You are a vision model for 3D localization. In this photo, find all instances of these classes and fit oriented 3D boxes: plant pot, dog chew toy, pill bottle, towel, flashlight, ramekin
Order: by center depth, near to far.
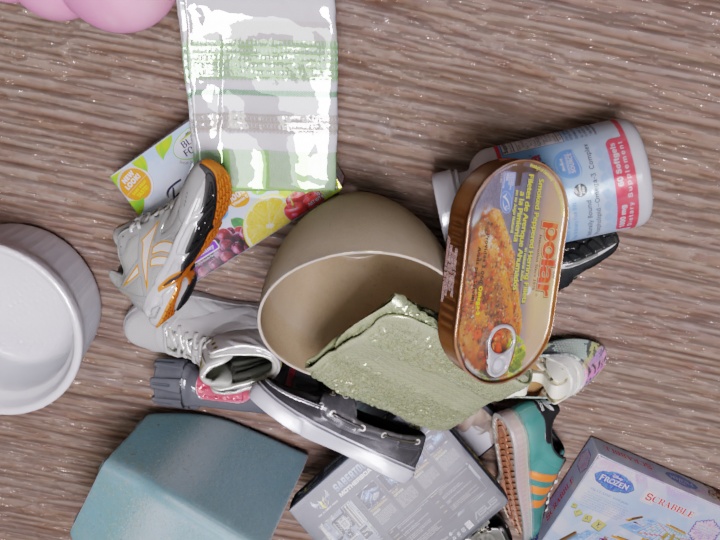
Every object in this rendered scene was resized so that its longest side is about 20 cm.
[{"bbox_3d":[-0.267,-0.283,0.685,0.198,0.125,0.126,5,112,10],"label":"dog chew toy"},{"bbox_3d":[-0.094,-0.172,0.710,0.147,0.031,0.202,1,110,3],"label":"towel"},{"bbox_3d":[0.059,0.099,0.744,0.199,0.037,0.148,27,131,-30],"label":"towel"},{"bbox_3d":[0.175,-0.077,0.747,0.198,0.109,0.110,-13,111,7],"label":"pill bottle"},{"bbox_3d":[0.000,0.000,0.757,0.198,0.135,0.201,-1,139,-1],"label":"plant pot"},{"bbox_3d":[-0.386,0.047,0.827,0.198,0.098,0.203,1,111,3],"label":"ramekin"},{"bbox_3d":[-0.139,0.131,0.860,0.198,0.068,0.068,6,74,7],"label":"flashlight"},{"bbox_3d":[-0.208,0.282,0.866,0.199,0.196,0.197,30,110,-1],"label":"plant pot"}]

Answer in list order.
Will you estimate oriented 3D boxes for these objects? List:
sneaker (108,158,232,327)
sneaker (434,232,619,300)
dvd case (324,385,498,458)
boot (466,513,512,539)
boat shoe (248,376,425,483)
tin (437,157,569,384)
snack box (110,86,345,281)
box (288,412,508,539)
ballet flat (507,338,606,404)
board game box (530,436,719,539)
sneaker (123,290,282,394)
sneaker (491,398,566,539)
[{"bbox_3d":[-0.198,-0.035,0.740,0.092,0.076,0.201,33,122,2],"label":"sneaker"},{"bbox_3d":[0.181,0.008,0.813,0.198,0.076,0.088,-21,134,6],"label":"sneaker"},{"bbox_3d":[0.063,0.169,0.897,0.200,0.018,0.143,42,108,-13],"label":"dvd case"},{"bbox_3d":[0.082,0.299,0.919,0.199,0.068,0.131,36,113,-20],"label":"boot"},{"bbox_3d":[-0.018,0.152,0.789,0.199,0.070,0.067,30,88,-8],"label":"boat shoe"},{"bbox_3d":[0.127,0.001,0.671,0.111,0.042,0.202,0,103,-24],"label":"tin"},{"bbox_3d":[-0.135,-0.097,0.783,0.199,0.053,0.143,-31,105,13],"label":"snack box"},{"bbox_3d":[0.042,0.260,0.856,0.200,0.051,0.158,-42,92,1],"label":"box"},{"bbox_3d":[0.183,0.118,0.833,0.197,0.071,0.070,-3,107,-3],"label":"ballet flat"},{"bbox_3d":[0.327,0.329,0.935,0.198,0.041,0.201,24,111,-6],"label":"board game box"},{"bbox_3d":[-0.176,0.078,0.821,0.197,0.116,0.074,1,114,4],"label":"sneaker"},{"bbox_3d":[0.207,0.237,0.888,0.079,0.071,0.202,-18,123,-12],"label":"sneaker"}]
